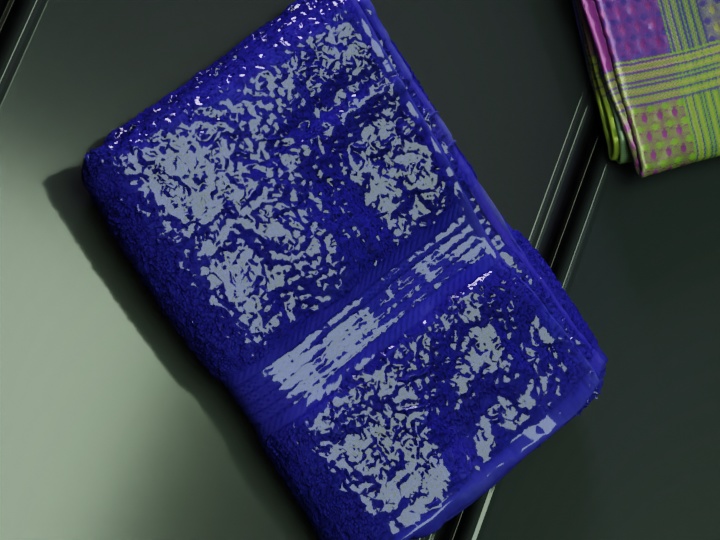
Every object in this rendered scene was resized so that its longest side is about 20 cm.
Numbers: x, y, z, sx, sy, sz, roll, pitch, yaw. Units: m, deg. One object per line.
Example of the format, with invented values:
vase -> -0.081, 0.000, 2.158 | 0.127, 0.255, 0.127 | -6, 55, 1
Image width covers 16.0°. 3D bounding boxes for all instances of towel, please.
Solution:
towel -> 0.142, -0.150, 1.110 | 0.143, 0.023, 0.201 | -16, 88, -28
towel -> 0.000, 0.000, 1.000 | 0.148, 0.050, 0.200 | -39, 98, -27
